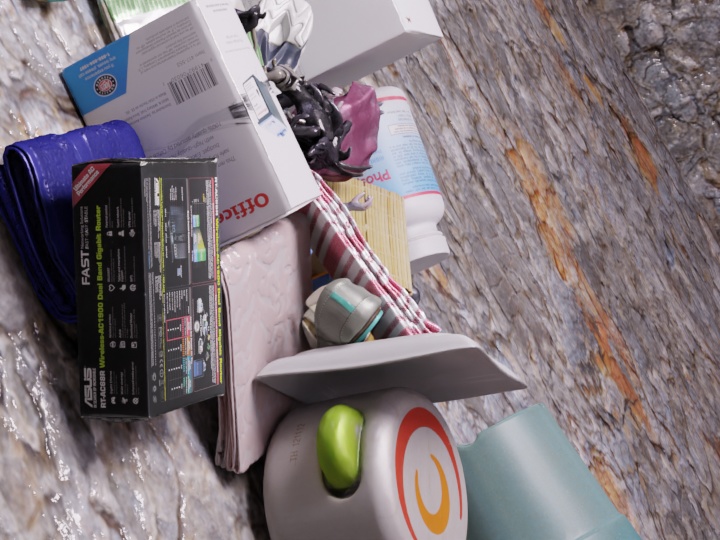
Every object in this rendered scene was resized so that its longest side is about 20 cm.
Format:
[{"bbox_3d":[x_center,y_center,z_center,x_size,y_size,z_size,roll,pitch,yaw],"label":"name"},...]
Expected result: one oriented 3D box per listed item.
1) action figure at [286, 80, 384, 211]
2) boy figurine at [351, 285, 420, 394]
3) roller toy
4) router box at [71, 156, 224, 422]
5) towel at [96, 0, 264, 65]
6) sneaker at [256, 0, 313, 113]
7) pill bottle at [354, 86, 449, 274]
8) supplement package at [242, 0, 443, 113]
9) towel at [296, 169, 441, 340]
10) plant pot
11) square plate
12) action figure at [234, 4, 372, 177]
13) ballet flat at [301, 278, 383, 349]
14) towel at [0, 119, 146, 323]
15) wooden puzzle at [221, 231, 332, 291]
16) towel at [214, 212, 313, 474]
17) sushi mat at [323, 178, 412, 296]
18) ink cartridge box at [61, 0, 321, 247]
[{"bbox_3d":[-0.056,-0.127,1.780,0.200,0.149,0.134,-34,122,-56],"label":"action figure"},{"bbox_3d":[0.015,0.086,1.775,0.064,0.124,0.200,24,30,-2],"label":"boy figurine"},{"bbox_3d":[0.002,0.204,1.573,0.182,0.140,0.200,-30,106,-64],"label":"roller toy"},{"bbox_3d":[-0.164,0.010,1.394,0.150,0.062,0.200,-9,99,-71],"label":"router box"},{"bbox_3d":[-0.178,-0.241,1.681,0.152,0.023,0.200,-19,83,-33],"label":"towel"},{"bbox_3d":[-0.115,-0.174,1.783,0.130,0.079,0.199,130,-22,-71],"label":"sneaker"},{"bbox_3d":[0.029,-0.097,1.990,0.109,0.109,0.200,6,62,-65],"label":"pill bottle"},{"bbox_3d":[-0.035,-0.260,1.886,0.117,0.200,0.117,-5,73,-67],"label":"supplement package"},{"bbox_3d":[0.000,0.000,1.646,0.200,0.030,0.146,55,-12,6],"label":"towel"},{"bbox_3d":[0.177,0.258,1.875,0.196,0.200,0.200,62,21,10],"label":"plant pot"},{"bbox_3d":[0.031,0.090,1.577,0.198,0.200,0.028,38,45,-67],"label":"square plate"},{"bbox_3d":[-0.081,-0.149,1.632,0.200,0.102,0.119,51,28,-3],"label":"action figure"},{"bbox_3d":[-0.022,0.046,1.603,0.064,0.067,0.200,36,-15,2],"label":"ballet flat"},{"bbox_3d":[-0.223,-0.043,1.446,0.148,0.049,0.200,71,21,-5],"label":"towel"},{"bbox_3d":[-0.062,0.015,1.749,0.185,0.046,0.200,56,23,-23],"label":"wooden puzzle"},{"bbox_3d":[-0.087,0.059,1.572,0.200,0.032,0.191,-38,128,-67],"label":"towel"},{"bbox_3d":[0.006,-0.040,1.836,0.096,0.012,0.200,17,29,-12],"label":"sushi mat"},{"bbox_3d":[-0.147,-0.120,1.556,0.200,0.146,0.086,64,22,-4],"label":"ink cartridge box"}]
